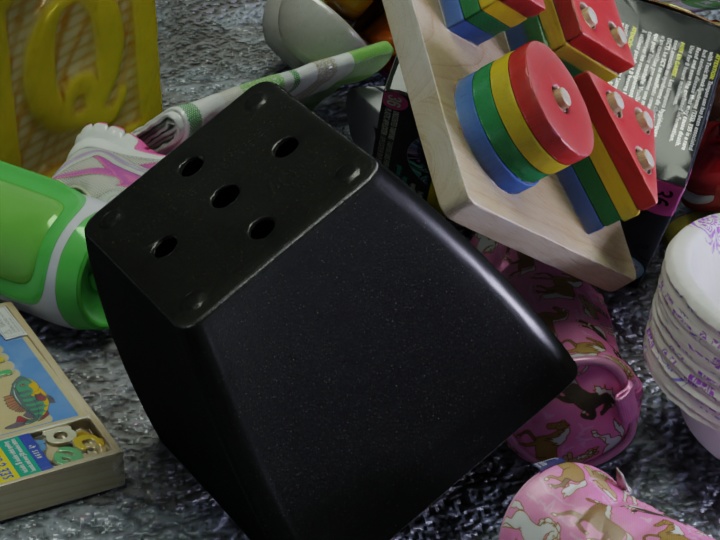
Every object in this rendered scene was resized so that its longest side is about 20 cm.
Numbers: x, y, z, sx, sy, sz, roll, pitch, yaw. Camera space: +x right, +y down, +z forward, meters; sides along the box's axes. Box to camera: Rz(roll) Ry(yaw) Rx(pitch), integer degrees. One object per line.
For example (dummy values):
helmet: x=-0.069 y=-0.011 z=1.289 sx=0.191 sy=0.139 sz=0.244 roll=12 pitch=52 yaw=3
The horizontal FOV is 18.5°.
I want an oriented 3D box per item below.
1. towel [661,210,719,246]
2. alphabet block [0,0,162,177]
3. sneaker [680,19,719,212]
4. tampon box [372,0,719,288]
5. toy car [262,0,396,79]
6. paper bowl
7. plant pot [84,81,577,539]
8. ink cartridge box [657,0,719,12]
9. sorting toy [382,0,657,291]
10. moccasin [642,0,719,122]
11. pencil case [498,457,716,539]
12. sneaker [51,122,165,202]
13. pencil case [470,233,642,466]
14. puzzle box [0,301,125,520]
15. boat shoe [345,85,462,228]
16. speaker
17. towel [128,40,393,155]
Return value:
towel: x=0.306 y=-0.002 z=1.478 sx=0.142 sy=0.023 sz=0.200 roll=-12 pitch=31 yaw=-21
alphabet block: x=-0.283 y=-0.177 z=1.632 sx=0.199 sy=0.197 sz=0.196 roll=16 pitch=35 yaw=29
sneaker: x=0.259 y=-0.116 z=1.558 sx=0.078 sy=0.117 sz=0.200 roll=-5 pitch=17 yaw=6
tampon box: x=0.120 y=-0.101 z=1.444 sx=0.198 sy=0.150 sz=0.127 roll=19 pitch=65 yaw=4
toy car: x=0.026 y=-0.212 z=1.740 sx=0.175 sy=0.150 sz=0.200 roll=-51 pitch=11 yaw=-4
paper bowl: x=0.262 y=0.055 z=1.273 sx=0.199 sy=0.105 sz=0.201 roll=10 pitch=27 yaw=-5
plant pot: x=-0.034 y=0.018 z=1.214 sx=0.200 sy=0.178 sz=0.199 roll=-38 pitch=40 yaw=-9
ink cartridge box: x=0.184 y=-0.254 z=1.595 sx=0.198 sy=0.146 sz=0.084 roll=-6 pitch=1 yaw=26
sorting toy: x=0.101 y=-0.109 z=1.254 sx=0.069 sy=0.200 sz=0.199 roll=-26 pitch=-25 yaw=26
moccasin: x=0.175 y=-0.164 z=1.503 sx=0.200 sy=0.078 sz=0.074 roll=27 pitch=61 yaw=17
pencil case: x=0.161 y=0.167 z=1.118 sx=0.199 sy=0.087 sz=0.082 roll=27 pitch=8 yaw=40
sneaker: x=-0.135 y=-0.036 z=1.493 sx=0.199 sy=0.082 sz=0.088 roll=9 pitch=45 yaw=35
pencil case: x=0.113 y=0.040 z=1.333 sx=0.082 sy=0.087 sz=0.200 roll=32 pitch=22 yaw=-20
puzzle box: x=-0.239 y=0.087 z=1.326 sx=0.132 sy=0.026 sz=0.200 roll=-15 pitch=32 yaw=-24
boat shoe: x=0.055 y=-0.089 z=1.598 sx=0.069 sy=0.072 sz=0.200 roll=-14 pitch=25 yaw=-17
speaker: x=-0.234 y=-0.023 z=1.460 sx=0.199 sy=0.089 sz=0.088 roll=18 pitch=34 yaw=33
towel: x=-0.085 y=-0.112 z=1.609 sx=0.199 sy=0.031 sz=0.149 roll=-21 pitch=-1 yaw=-35
